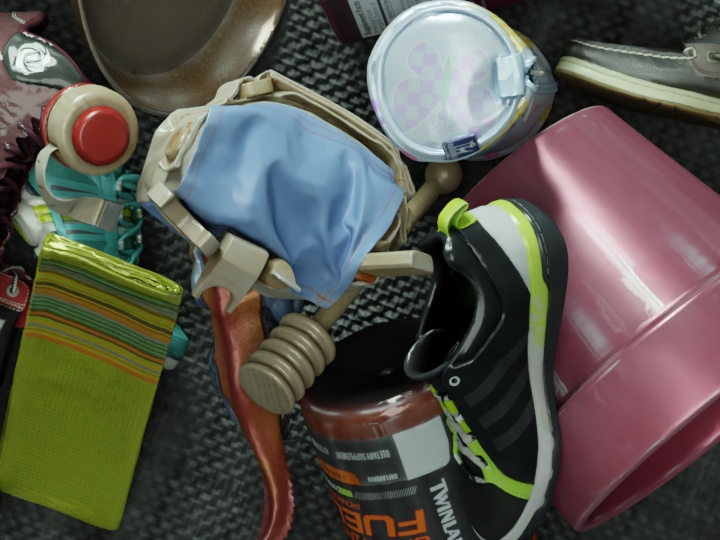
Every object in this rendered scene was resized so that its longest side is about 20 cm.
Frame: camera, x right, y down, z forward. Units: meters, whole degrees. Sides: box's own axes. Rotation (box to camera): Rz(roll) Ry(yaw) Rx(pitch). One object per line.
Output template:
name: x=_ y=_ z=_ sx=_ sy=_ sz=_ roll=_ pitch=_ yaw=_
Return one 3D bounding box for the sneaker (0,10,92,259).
sneaker: x=-0.195 y=-0.058 z=1.352 sx=0.115 sy=0.076 sz=0.202 roll=-7 pitch=79 yaw=1

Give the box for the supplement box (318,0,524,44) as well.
supplement box: x=0.066 y=-0.213 z=1.358 sx=0.198 sy=0.086 sz=0.111 roll=-13 pitch=72 yaw=6

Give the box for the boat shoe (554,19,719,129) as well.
boat shoe: x=0.212 y=-0.114 z=1.384 sx=0.198 sy=0.073 sz=0.065 roll=11 pitch=91 yaw=-6

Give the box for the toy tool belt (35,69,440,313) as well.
toy tool belt: x=-0.061 y=-0.043 z=1.260 sx=0.199 sy=0.123 sz=0.126 roll=21 pitch=93 yaw=-26

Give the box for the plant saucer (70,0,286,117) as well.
plant saucer: x=-0.103 y=-0.187 z=1.349 sx=0.032 sy=0.200 sz=0.202 roll=14 pitch=97 yaw=31

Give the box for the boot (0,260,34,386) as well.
boot: x=-0.249 y=-0.031 z=1.425 sx=0.143 sy=0.072 sz=0.202 roll=7 pitch=104 yaw=3

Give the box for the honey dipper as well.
honey dipper: x=0.000 y=0.000 z=1.372 sx=0.038 sy=0.038 sz=0.200 roll=38 pitch=58 yaw=0

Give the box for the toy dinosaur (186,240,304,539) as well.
toy dinosaur: x=-0.052 y=0.030 z=1.372 sx=0.104 sy=0.201 sz=0.182 roll=-13 pitch=138 yaw=13

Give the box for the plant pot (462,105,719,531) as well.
plant pot: x=0.144 y=0.016 z=1.348 sx=0.200 sy=0.200 sz=0.179 roll=-41 pitch=76 yaw=7

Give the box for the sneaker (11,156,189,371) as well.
sneaker: x=-0.159 y=-0.030 z=1.417 sx=0.079 sy=0.078 sz=0.201 roll=-34 pitch=92 yaw=-2

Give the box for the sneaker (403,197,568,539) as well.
sneaker: x=0.055 y=0.054 z=1.261 sx=0.082 sy=0.072 sz=0.202 roll=-11 pitch=113 yaw=-29

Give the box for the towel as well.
towel: x=-0.162 y=0.070 z=1.402 sx=0.086 sy=0.018 sz=0.201 roll=21 pitch=129 yaw=4

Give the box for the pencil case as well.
pencil case: x=0.059 y=-0.103 z=1.329 sx=0.090 sy=0.200 sz=0.084 roll=-19 pitch=89 yaw=8

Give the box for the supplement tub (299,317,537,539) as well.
supplement tub: x=0.041 y=0.135 z=1.383 sx=0.106 sy=0.107 sz=0.201 roll=-17 pitch=115 yaw=6
